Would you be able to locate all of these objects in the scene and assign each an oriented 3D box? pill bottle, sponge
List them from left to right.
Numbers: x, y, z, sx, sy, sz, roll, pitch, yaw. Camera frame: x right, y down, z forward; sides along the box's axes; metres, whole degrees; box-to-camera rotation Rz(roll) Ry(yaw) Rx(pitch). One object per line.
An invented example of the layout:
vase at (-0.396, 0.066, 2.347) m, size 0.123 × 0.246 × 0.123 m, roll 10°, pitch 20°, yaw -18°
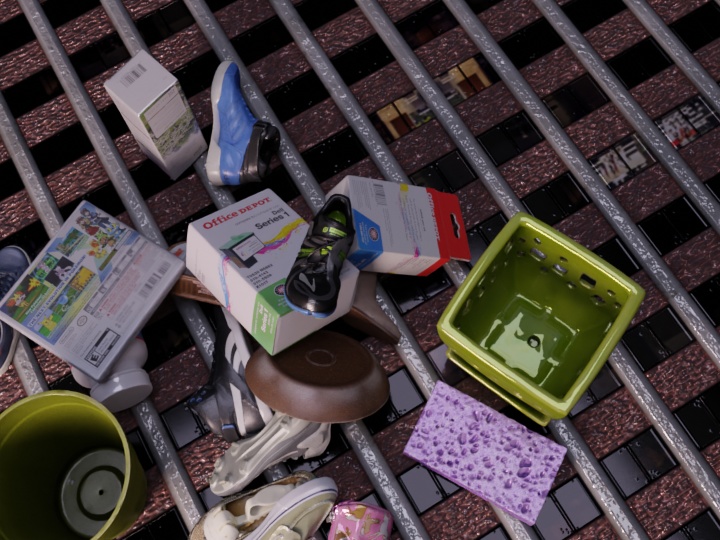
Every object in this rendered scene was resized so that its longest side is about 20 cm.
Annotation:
pill bottle at (-0.367, 0.093, 1.238) m, size 0.108 × 0.109 × 0.201 m, roll -25°, pitch 70°, yaw -6°
sponge at (0.167, 0.245, 1.185) m, size 0.198 × 0.030 × 0.112 m, roll 27°, pitch 74°, yaw 13°

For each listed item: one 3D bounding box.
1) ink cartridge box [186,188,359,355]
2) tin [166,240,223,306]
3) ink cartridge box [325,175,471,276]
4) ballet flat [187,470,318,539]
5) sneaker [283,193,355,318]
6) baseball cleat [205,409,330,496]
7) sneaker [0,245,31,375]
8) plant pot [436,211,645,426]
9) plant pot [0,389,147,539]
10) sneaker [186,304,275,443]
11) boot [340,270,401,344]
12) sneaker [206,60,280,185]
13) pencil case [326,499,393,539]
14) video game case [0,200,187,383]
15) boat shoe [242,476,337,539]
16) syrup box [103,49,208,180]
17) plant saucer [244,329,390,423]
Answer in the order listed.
ink cartridge box at (-0.122, -0.004, 1.181) m, size 0.144 × 0.085 × 0.200 m, roll -28°, pitch 57°, yaw -34°
tin at (-0.196, 0.005, 1.265) m, size 0.197 × 0.042 × 0.112 m, roll 12°, pitch 27°, yaw 8°
ink cartridge box at (0.056, -0.060, 1.256) m, size 0.198 × 0.067 × 0.118 m, roll 6°, pitch 63°, yaw -33°
ballet flat at (-0.147, 0.318, 1.157) m, size 0.198 × 0.075 × 0.068 m, roll -26°, pitch 68°, yaw -5°
sneaker at (-0.049, -0.022, 1.097) m, size 0.070 × 0.083 × 0.201 m, roll 15°, pitch 45°, yaw -1°
baseball cleat at (-0.113, 0.248, 1.184) m, size 0.200 × 0.106 × 0.070 m, roll -42°, pitch 40°, yaw 18°
sneaker at (-0.534, 0.050, 1.279) m, size 0.074 × 0.085 × 0.203 m, roll 0°, pitch 69°, yaw 4°
plant pot at (0.230, 0.077, 1.162) m, size 0.199 × 0.182 × 0.200 m, roll 34°, pitch 75°, yaw 16°
plant pot at (-0.364, 0.274, 1.126) m, size 0.197 × 0.193 × 0.203 m, roll -1°, pitch 70°, yaw 3°
sneaker at (-0.201, 0.141, 1.227) m, size 0.111 × 0.073 × 0.202 m, roll -22°, pitch 70°, yaw -4°
boot at (0.000, 0.000, 1.272) m, size 0.199 × 0.070 × 0.147 m, roll 30°, pitch 66°, yaw 6°
sneaker at (-0.174, -0.230, 1.358) m, size 0.110 × 0.077 × 0.203 m, roll 0°, pitch 74°, yaw 10°
pencil case at (-0.018, 0.398, 1.115) m, size 0.085 × 0.083 × 0.202 m, roll 8°, pitch 71°, yaw 15°
video game case at (-0.367, 0.025, 1.196) m, size 0.181 × 0.022 × 0.201 m, roll 30°, pitch 70°, yaw 10°
boat shoe at (-0.098, 0.349, 1.126) m, size 0.200 × 0.072 × 0.062 m, roll -45°, pitch 49°, yaw 10°
syrup box at (-0.299, -0.226, 1.302) m, size 0.081 × 0.200 × 0.079 m, roll 41°, pitch 77°, yaw 15°
plant saucer at (-0.055, 0.130, 1.172) m, size 0.198 × 0.037 × 0.201 m, roll 8°, pitch 27°, yaw -4°
